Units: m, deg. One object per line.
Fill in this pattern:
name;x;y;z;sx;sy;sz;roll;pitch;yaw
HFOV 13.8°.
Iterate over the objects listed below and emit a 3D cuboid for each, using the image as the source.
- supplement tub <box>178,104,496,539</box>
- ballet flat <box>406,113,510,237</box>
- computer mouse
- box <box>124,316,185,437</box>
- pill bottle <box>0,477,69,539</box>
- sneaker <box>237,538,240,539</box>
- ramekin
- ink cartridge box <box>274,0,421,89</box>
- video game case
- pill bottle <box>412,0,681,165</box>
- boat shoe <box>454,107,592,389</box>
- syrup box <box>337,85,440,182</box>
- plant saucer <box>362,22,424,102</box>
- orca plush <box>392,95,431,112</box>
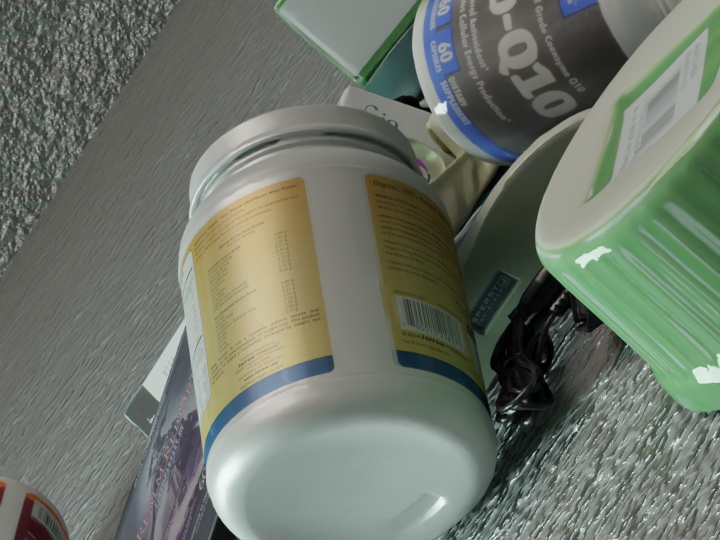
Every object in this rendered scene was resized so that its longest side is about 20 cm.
supplement tub;-0.016;0.030;1.496;0.145;0.144;0.200;-45;40;36
ballet flat;0.056;-0.062;1.675;0.069;0.069;0.200;-40;7;48
computer mouse;0.132;-0.010;1.458;0.200;0.046;0.140;-57;7;8
box;-0.063;0.039;1.897;0.049;0.082;0.200;12;-65;-54
pill bottle;-0.269;0.235;2.085;0.114;0.114;0.200;-50;12;16
sneaker;-0.050;0.098;1.755;0.118;0.074;0.201;-47;21;56
ramekin;0.165;-0.047;1.282;0.200;0.098;0.200;-50;12;15
ink cartridge box;0.041;-0.182;1.965;0.147;0.083;0.200;-51;-17;2
video game case;-0.096;0.118;1.697;0.200;0.019;0.143;-146;74;-72
pill bottle;0.132;-0.136;1.575;0.200;0.114;0.114;-22;31;44
boat shoe;0.080;-0.013;1.584;0.201;0.070;0.072;-53;17;17
syrup box;0.000;0.000;1.708;0.081;0.079;0.200;120;166;-55
plant saucer;0.055;-0.121;1.939;0.200;0.027;0.200;-46;-16;-17
orca plush;0.044;-0.048;1.827;0.071;0.105;0.200;9;33;35
